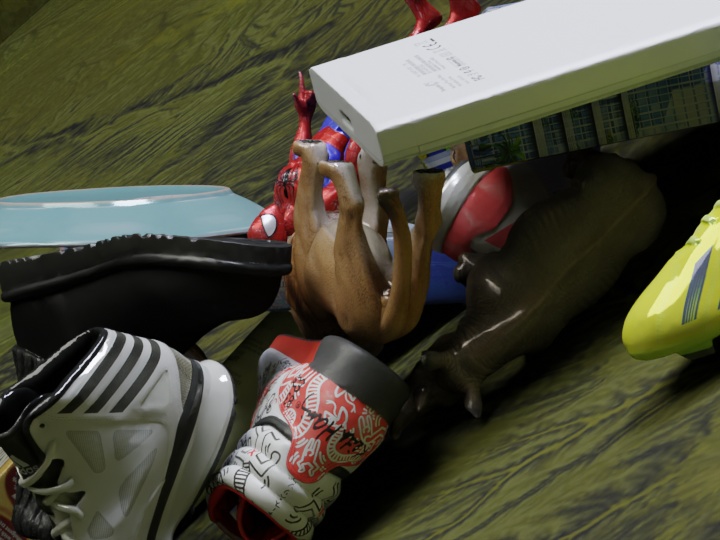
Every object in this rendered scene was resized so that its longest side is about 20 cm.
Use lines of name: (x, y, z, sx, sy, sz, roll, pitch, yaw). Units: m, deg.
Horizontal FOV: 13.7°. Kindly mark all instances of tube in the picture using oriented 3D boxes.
tube: (-0.096, 0.106, 1.683, 0.200, 0.052, 0.058, -47, -23, -18)

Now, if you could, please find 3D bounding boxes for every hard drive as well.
hard drive: (0.085, -0.108, 1.515, 0.200, 0.026, 0.132, -17, 21, -10)

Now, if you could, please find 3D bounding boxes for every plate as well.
plate: (-0.141, -0.032, 1.705, 0.200, 0.026, 0.200, -3, 4, 0)

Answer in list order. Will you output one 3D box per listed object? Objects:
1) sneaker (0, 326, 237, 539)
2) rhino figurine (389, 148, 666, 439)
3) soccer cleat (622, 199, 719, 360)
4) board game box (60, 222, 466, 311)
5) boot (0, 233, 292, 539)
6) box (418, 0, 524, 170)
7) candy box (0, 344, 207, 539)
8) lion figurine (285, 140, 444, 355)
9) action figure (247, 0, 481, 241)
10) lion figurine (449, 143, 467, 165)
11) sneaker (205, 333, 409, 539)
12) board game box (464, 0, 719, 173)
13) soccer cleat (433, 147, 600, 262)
sneaker: (-0.146, 0.122, 1.459, 0.076, 0.115, 0.201, 4, 73, 57)
rhino figurine: (0.081, 0.013, 1.537, 0.200, 0.060, 0.087, -46, 14, -15)
soccer cleat: (0.194, -0.034, 1.375, 0.200, 0.084, 0.065, -36, 14, -2)
board game box: (-0.061, -0.004, 1.754, 0.199, 0.043, 0.200, -1, 4, -16)
boot: (-0.109, 0.063, 1.574, 0.079, 0.158, 0.211, -1, -6, -42)
box: (0.115, -0.136, 1.930, 0.200, 0.070, 0.064, -35, 15, 4)
candy box: (-0.174, 0.108, 1.737, 0.200, 0.056, 0.117, -49, 8, -2)
lion figurine: (0.000, 0.000, 1.544, 0.072, 0.123, 0.200, 1, 8, -5)
action figure: (-0.006, -0.085, 1.673, 0.065, 0.052, 0.200, -2, 49, 50)
lion figurine: (0.131, -0.111, 1.835, 0.200, 0.072, 0.123, -30, -23, -52)
sneaker: (-0.042, 0.093, 1.546, 0.108, 0.067, 0.201, -53, 7, -11)
board game box: (0.160, -0.121, 1.641, 0.200, 0.062, 0.200, -12, 12, 11)
soccer cleat: (0.101, -0.038, 1.682, 0.200, 0.073, 0.068, -29, -31, -62)
